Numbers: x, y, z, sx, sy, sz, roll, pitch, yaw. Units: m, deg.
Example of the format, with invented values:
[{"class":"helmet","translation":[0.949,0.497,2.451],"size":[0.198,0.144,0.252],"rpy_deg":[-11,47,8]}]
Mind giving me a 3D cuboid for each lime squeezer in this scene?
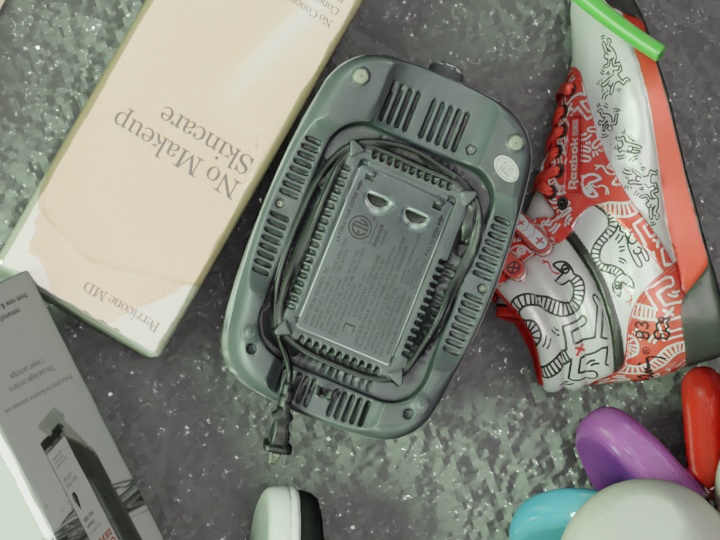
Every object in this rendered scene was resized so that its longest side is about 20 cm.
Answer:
[{"class":"lime squeezer","translation":[0.086,-0.181,1.316],"size":[0.070,0.038,0.201],"rpy_deg":[-8,66,-18]}]

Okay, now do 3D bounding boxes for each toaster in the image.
[{"class":"toaster","translation":[0.000,0.000,1.270],"size":[0.113,0.129,0.201],"rpy_deg":[21,85,-5]}]

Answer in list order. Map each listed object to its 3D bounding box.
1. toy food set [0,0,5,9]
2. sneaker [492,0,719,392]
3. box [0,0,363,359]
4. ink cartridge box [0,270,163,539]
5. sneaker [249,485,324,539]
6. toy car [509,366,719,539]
[{"class":"toy food set","translation":[-0.258,-0.114,1.274],"size":[0.143,0.060,0.201],"rpy_deg":[29,84,-6]},{"class":"sneaker","translation":[0.103,-0.042,1.316],"size":[0.107,0.067,0.203],"rpy_deg":[-15,85,0]},{"class":"box","translation":[-0.087,-0.065,1.286],"size":[0.095,0.078,0.201],"rpy_deg":[29,84,-6]},{"class":"ink cartridge box","translation":[-0.178,0.124,1.234],"size":[0.146,0.083,0.201],"rpy_deg":[-25,92,29]},{"class":"sneaker","translation":[0.004,0.200,1.298],"size":[0.111,0.073,0.202],"rpy_deg":[-2,96,-11]},{"class":"toy car","translation":[0.160,0.122,1.287],"size":[0.199,0.175,0.150],"rpy_deg":[-26,57,-7]}]
